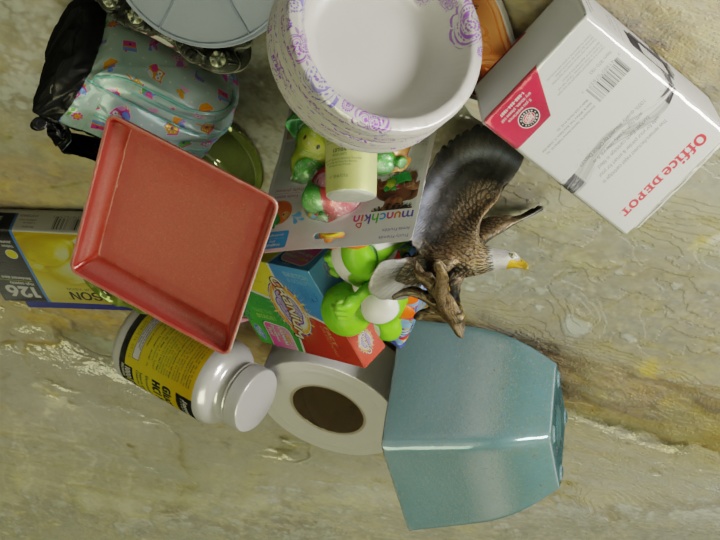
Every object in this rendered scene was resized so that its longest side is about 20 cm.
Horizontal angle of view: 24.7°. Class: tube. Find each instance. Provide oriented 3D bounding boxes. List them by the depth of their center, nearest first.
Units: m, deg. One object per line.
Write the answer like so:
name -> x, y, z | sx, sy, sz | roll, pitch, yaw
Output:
tube -> -0.010, -0.170, 1.626 | 0.057, 0.202, 0.052 | 4, 168, -12

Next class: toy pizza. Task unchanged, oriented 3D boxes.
toy pizza -> -0.150, -0.313, 1.577 | 0.198, 0.032, 0.202 | 6, 117, 13

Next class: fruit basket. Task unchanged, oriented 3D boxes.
fruit basket -> -0.015, -0.109, 1.686 | 0.184, 0.201, 0.094 | -4, 139, 26

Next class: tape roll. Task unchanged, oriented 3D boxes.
tape roll -> -0.031, 0.155, 2.128 | 0.201, 0.071, 0.203 | 14, 143, 11

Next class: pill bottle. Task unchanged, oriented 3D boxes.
pill bottle -> -0.209, 0.124, 2.086 | 0.199, 0.113, 0.113 | 26, 149, 27

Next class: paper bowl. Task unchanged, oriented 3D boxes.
paper bowl -> 0.007, -0.210, 1.549 | 0.199, 0.202, 0.104 | 27, 158, -13

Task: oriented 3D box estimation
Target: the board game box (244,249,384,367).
board game box -> -0.078, 0.032, 1.944 | 0.199, 0.040, 0.154 | 10, 138, 49

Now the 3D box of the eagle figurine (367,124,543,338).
eagle figurine -> 0.112, -0.034, 1.740 | 0.150, 0.201, 0.152 | 28, 146, -14

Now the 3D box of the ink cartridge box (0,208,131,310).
ink cartridge box -> -0.384, 0.001, 2.106 | 0.196, 0.047, 0.201 | 1, 138, 19

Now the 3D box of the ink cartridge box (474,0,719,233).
ink cartridge box -> 0.232, -0.154, 1.587 | 0.199, 0.084, 0.145 | 35, 113, -23

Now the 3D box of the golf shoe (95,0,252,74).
golf shoe -> -0.198, -0.261, 1.666 | 0.199, 0.077, 0.088 | 38, 178, 2

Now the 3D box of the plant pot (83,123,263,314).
plant pot -> -0.228, -0.059, 1.844 | 0.198, 0.191, 0.201 | 10, 144, 8

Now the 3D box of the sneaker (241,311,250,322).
sneaker -> -0.229, 0.018, 2.051 | 0.199, 0.079, 0.095 | 29, 153, -14

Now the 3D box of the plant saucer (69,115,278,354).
plant saucer -> -0.188, -0.040, 1.680 | 0.198, 0.037, 0.201 | 27, 123, 10

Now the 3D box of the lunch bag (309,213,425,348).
lunch bag -> -0.009, -0.023, 1.907 | 0.199, 0.094, 0.151 | 26, 148, 8

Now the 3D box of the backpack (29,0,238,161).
backpack -> -0.229, -0.188, 1.714 | 0.199, 0.168, 0.127 | 25, 138, -21

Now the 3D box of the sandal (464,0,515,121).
sandal -> 0.125, -0.195, 1.638 | 0.079, 0.060, 0.207 | -3, 139, 25

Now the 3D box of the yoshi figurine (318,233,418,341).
yoshi figurine -> -0.014, 0.007, 1.786 | 0.111, 0.112, 0.201 | 22, 147, 37

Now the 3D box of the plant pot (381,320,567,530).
plant pot -> 0.150, 0.190, 2.024 | 0.198, 0.198, 0.197 | -2, 140, 14
